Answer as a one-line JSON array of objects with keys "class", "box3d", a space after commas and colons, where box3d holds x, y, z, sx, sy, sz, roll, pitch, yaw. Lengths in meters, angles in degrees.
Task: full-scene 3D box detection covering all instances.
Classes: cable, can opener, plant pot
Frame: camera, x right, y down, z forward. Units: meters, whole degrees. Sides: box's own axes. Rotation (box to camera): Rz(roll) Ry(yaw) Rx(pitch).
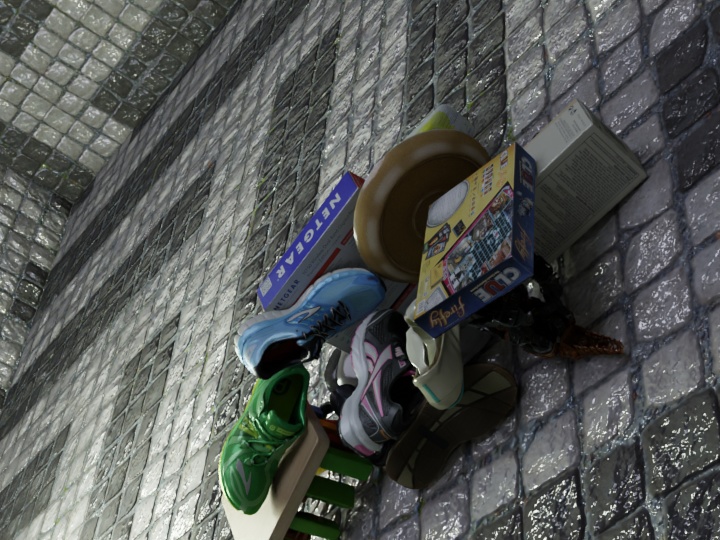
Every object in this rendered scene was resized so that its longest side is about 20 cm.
[{"class": "cable", "box3d": [-0.008, 0.219, 1.573, 0.200, 0.050, 0.098, -10, 54, 48]}, {"class": "can opener", "box3d": [-0.003, 0.174, 1.503, 0.200, 0.063, 0.079, -149, 58, -85]}, {"class": "plant pot", "box3d": [0.086, -0.070, 1.438, 0.200, 0.200, 0.027, -57, 39, 7]}]

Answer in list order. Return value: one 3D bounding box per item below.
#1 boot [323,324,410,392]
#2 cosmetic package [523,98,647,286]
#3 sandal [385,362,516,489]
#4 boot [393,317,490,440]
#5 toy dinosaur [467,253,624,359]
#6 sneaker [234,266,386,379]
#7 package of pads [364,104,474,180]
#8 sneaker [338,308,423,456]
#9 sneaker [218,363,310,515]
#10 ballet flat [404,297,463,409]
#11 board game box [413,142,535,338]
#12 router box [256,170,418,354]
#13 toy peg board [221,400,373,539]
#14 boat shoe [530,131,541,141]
[{"class": "boot", "box3d": [0.027, 0.076, 1.643, 0.131, 0.070, 0.201, -24, 48, 44]}, {"class": "cosmetic package", "box3d": [0.212, -0.083, 1.361, 0.200, 0.103, 0.073, -43, 28, 19]}, {"class": "sandal", "box3d": [0.100, 0.170, 1.370, 0.200, 0.080, 0.054, -52, 2, 29]}, {"class": "boot", "box3d": [0.096, 0.128, 1.431, 0.200, 0.073, 0.096, -50, 29, 43]}, {"class": "toy dinosaur", "box3d": [0.188, 0.047, 1.268, 0.199, 0.136, 0.103, -4, 54, 33]}, {"class": "sneaker", "box3d": [-0.052, 0.074, 1.449, 0.199, 0.079, 0.090, -31, 33, 2]}, {"class": "package of pads", "box3d": [0.059, -0.115, 1.595, 0.200, 0.068, 0.155, -42, 13, 37]}, {"class": "sneaker", "box3d": [0.041, 0.123, 1.386, 0.086, 0.080, 0.201, -25, 38, 30]}, {"class": "sneaker", "box3d": [-0.116, 0.198, 1.463, 0.084, 0.074, 0.201, -6, 64, 69]}, {"class": "ballet flat", "box3d": [0.080, 0.066, 1.332, 0.069, 0.069, 0.200, -46, 26, 29]}, {"class": "board game box", "box3d": [0.123, -0.035, 1.274, 0.135, 0.035, 0.200, -36, 26, 32]}, {"class": "router box", "box3d": [0.000, 0.000, 1.507, 0.200, 0.179, 0.049, -51, 32, 16]}, {"class": "toy peg board", "box3d": [-0.079, 0.269, 1.539, 0.201, 0.097, 0.199, -63, 23, 10]}, {"class": "boat shoe", "box3d": [0.194, -0.076, 1.470, 0.201, 0.056, 0.069, -62, 23, -5]}]
